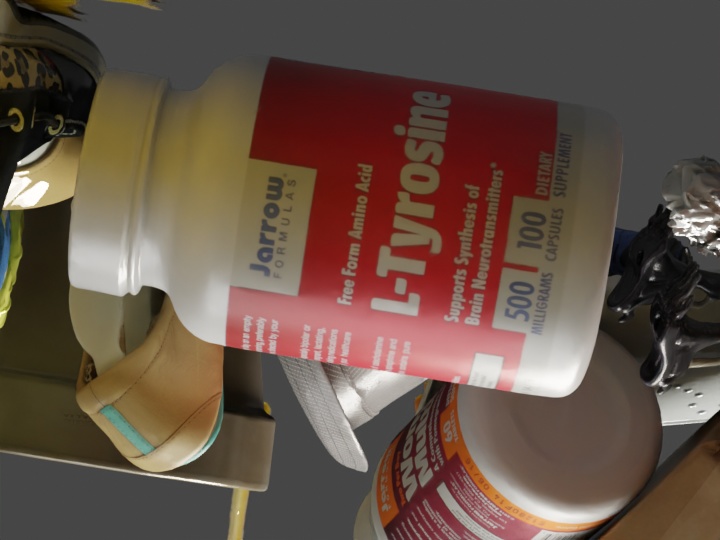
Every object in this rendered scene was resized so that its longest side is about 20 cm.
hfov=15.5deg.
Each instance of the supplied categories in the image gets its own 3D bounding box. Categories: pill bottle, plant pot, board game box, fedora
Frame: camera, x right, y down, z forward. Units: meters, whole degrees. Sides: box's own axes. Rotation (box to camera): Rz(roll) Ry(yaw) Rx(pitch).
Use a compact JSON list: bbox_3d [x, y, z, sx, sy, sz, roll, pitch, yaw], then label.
[{"bbox_3d":[-0.006,-0.021,1.010,0.199,0.113,0.112,9,176,0],"label":"pill bottle"},{"bbox_3d":[-0.131,0.012,1.349,0.199,0.175,0.200,9,177,0],"label":"plant pot"},{"bbox_3d":[0.070,0.110,1.375,0.109,0.110,0.200,10,151,-17],"label":"pill bottle"},{"bbox_3d":[0.135,0.037,1.401,0.198,0.026,0.200,-4,155,-10],"label":"board game box"},{"bbox_3d":[0.000,0.000,1.244,0.090,0.178,0.200,-21,175,2],"label":"fedora"}]

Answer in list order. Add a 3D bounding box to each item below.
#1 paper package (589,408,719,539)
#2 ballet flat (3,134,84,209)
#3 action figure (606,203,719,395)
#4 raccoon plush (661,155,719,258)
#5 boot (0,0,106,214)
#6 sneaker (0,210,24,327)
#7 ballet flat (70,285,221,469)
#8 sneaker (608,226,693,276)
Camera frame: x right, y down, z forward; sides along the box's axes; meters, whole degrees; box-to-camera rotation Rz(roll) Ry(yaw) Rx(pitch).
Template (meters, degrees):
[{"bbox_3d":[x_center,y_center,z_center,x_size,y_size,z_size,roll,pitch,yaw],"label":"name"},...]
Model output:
[{"bbox_3d":[0.171,0.159,1.373,0.103,0.200,0.191,45,-156,6],"label":"paper package"},{"bbox_3d":[-0.184,-0.069,1.105,0.199,0.069,0.063,10,162,-34],"label":"ballet flat"},{"bbox_3d":[0.223,0.044,1.278,0.199,0.102,0.119,28,-153,-22],"label":"action figure"},{"bbox_3d":[0.233,0.008,1.122,0.133,0.097,0.199,-12,158,36],"label":"raccoon plush"},{"bbox_3d":[-0.156,-0.024,0.986,0.073,0.155,0.204,8,176,10],"label":"boot"},{"bbox_3d":[-0.181,-0.026,1.199,0.075,0.201,0.105,11,141,-17],"label":"sneaker"},{"bbox_3d":[-0.089,-0.009,1.096,0.069,0.201,0.063,-36,128,24],"label":"ballet flat"},{"bbox_3d":[0.118,0.000,1.469,0.078,0.076,0.200,17,175,41],"label":"sneaker"}]
